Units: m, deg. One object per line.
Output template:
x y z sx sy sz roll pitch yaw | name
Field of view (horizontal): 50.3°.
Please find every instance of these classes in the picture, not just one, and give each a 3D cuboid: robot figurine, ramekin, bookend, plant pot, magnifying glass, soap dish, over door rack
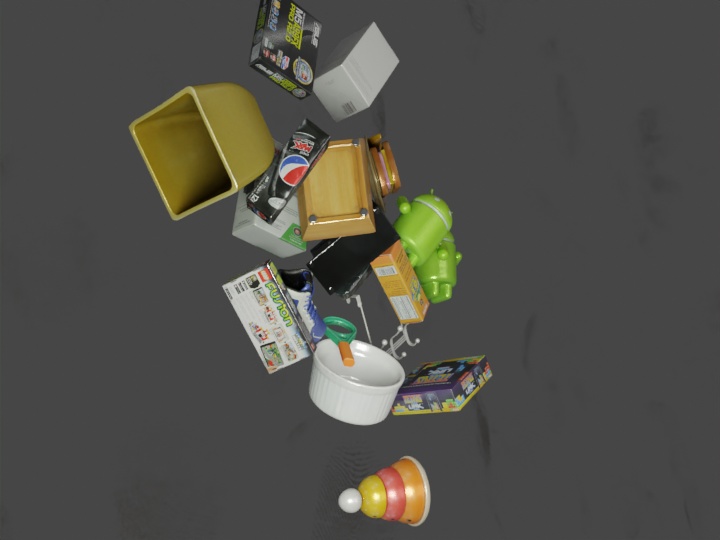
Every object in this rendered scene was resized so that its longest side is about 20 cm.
0.139 -0.094 1.815 0.176 0.115 0.201 46 68 -16 | robot figurine
0.183 -0.024 1.929 0.172 0.115 0.205 9 72 -32 | robot figurine
-0.014 0.231 1.587 0.198 0.199 0.100 -5 118 -47 | ramekin
-0.033 -0.074 1.711 0.093 0.197 0.200 50 4 -23 | bookend
-0.275 -0.241 1.455 0.199 0.193 0.198 -37 106 -52 | plant pot
-0.038 0.147 1.614 0.078 0.201 0.023 13 110 -14 | magnifying glass
-0.054 -0.172 1.567 0.153 0.081 0.205 -6 78 -4 | soap dish
0.063 0.115 1.796 0.147 0.066 0.204 -35 104 -47 | over door rack

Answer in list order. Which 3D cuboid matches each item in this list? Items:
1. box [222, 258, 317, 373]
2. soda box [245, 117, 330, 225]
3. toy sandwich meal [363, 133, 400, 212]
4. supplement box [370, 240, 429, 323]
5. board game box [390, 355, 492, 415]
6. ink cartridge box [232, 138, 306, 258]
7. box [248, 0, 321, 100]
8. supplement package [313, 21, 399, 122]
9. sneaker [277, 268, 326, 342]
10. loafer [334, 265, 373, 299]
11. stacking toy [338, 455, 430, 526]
-0.178 0.092 1.512 0.203 0.108 0.035 64 15 -12 | box
-0.140 -0.191 1.488 0.063 0.071 0.202 34 79 0 | soda box
0.052 -0.235 1.815 0.205 0.069 0.210 -15 91 -86 | toy sandwich meal
0.089 0.025 1.735 0.202 0.067 0.067 64 36 -32 | supplement box
0.182 0.266 1.782 0.164 0.197 0.058 -32 103 -47 | board game box
-0.178 -0.150 1.601 0.145 0.082 0.205 26 60 -40 | ink cartridge box
-0.168 -0.517 1.747 0.159 0.044 0.205 27 61 -39 | box
-0.013 -0.477 1.845 0.120 0.120 0.202 50 48 -25 | supplement package
-0.124 0.065 1.563 0.199 0.114 0.082 43 34 -30 | sneaker
0.000 0.000 1.759 0.201 0.071 0.073 -58 144 -38 | loafer
0.039 0.484 1.649 0.195 0.146 0.150 0 78 -27 | stacking toy
